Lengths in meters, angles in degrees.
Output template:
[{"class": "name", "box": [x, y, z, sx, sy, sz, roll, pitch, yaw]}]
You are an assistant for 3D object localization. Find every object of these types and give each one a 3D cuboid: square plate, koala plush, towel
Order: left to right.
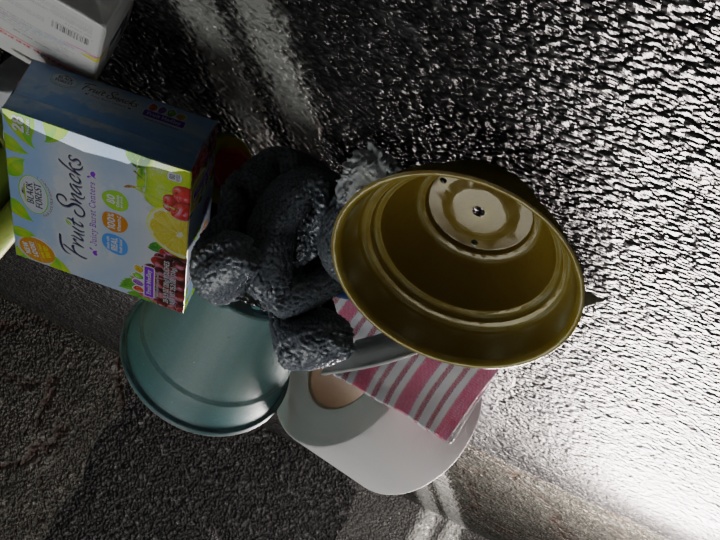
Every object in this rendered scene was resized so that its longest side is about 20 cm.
[{"class": "koala plush", "box": [-0.012, -0.035, 1.209, 0.199, 0.185, 0.177, -12, 140, 37]}, {"class": "towel", "box": [0.050, 0.075, 1.451, 0.199, 0.147, 0.030, 31, -167, -12]}, {"class": "square plate", "box": [0.088, 0.053, 1.278, 0.199, 0.029, 0.198, -14, 177, -30]}]

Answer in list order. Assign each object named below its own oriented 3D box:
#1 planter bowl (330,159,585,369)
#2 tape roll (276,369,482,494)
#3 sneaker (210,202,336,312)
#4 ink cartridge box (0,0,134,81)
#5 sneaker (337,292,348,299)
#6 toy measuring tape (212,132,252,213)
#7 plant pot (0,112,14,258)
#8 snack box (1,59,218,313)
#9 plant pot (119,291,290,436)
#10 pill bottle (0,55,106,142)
[{"class": "planter bowl", "box": [0.083, -0.023, 1.087, 0.199, 0.084, 0.201, 12, 136, 12]}, {"class": "tape roll", "box": [0.021, 0.138, 1.607, 0.202, 0.204, 0.139, 13, 159, 47]}, {"class": "sneaker", "box": [-0.108, 0.003, 1.333, 0.104, 0.060, 0.200, -20, 120, 22]}, {"class": "ink cartridge box", "box": [-0.245, -0.217, 1.120, 0.117, 0.068, 0.200, 29, 166, -9]}, {"class": "sneaker", "box": [0.000, 0.000, 1.371, 0.198, 0.067, 0.078, 13, -178, 18]}, {"class": "toy measuring tape", "box": [-0.120, -0.069, 1.359, 0.073, 0.074, 0.201, 11, 139, 50]}, {"class": "plant pot", "box": [-0.432, -0.109, 1.533, 0.181, 0.200, 0.199, 41, 167, -13]}, {"class": "snack box", "box": [-0.215, -0.068, 1.209, 0.167, 0.068, 0.201, 19, 142, 4]}, {"class": "plant pot", "box": [-0.139, 0.043, 1.504, 0.199, 0.201, 0.196, 29, 139, -4]}, {"class": "pill bottle", "box": [-0.270, -0.109, 1.337, 0.113, 0.114, 0.201, 16, 137, 40]}]
